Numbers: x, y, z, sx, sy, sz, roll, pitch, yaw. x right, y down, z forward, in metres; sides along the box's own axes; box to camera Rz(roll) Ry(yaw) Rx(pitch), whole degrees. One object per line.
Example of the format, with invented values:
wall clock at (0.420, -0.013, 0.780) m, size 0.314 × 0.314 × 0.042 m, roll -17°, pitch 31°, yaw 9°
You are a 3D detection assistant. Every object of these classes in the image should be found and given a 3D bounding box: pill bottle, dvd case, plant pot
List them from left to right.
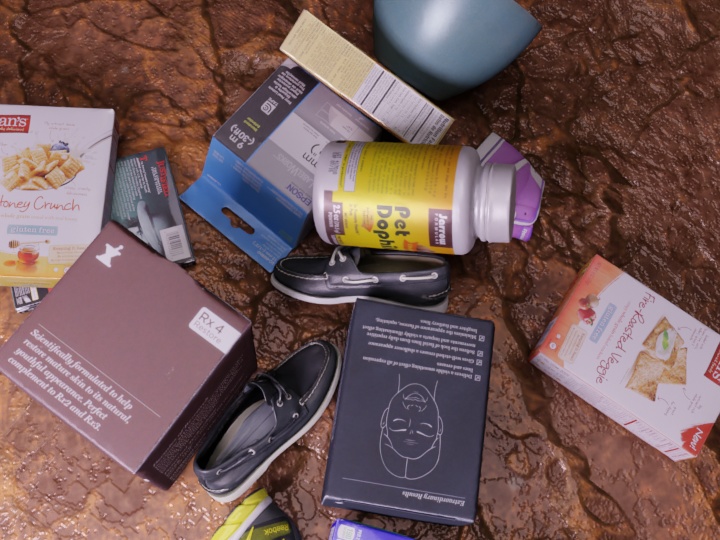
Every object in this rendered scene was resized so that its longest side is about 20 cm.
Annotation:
dvd case at (-0.297, -0.048, 0.961) m, size 0.198 × 0.022 × 0.148 m, roll -17°, pitch 74°, yaw -9°
pill bottle at (0.057, -0.075, 0.882) m, size 0.197 × 0.109 × 0.111 m, roll 5°, pitch 71°, yaw 14°
plant pot at (0.091, -0.280, 0.998) m, size 0.199 × 0.200 × 0.135 m, roll 36°, pitch 106°, yaw 7°

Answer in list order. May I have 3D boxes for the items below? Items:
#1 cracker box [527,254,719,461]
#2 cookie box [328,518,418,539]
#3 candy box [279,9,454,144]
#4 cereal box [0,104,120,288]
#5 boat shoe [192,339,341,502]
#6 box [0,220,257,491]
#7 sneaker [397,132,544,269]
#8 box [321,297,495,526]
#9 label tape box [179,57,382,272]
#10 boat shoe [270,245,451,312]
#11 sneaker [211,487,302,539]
cracker box at (0.304, 0.096, 0.947) m, size 0.199 × 0.058 × 0.135 m, roll 34°, pitch 73°, yaw 5°
cookie box at (0.049, 0.353, 0.833) m, size 0.198 × 0.075 × 0.173 m, roll 16°, pitch 71°, yaw -1°
candy box at (0.010, -0.207, 0.970) m, size 0.199 × 0.115 × 0.056 m, roll 35°, pitch 100°, yaw -3°
cereal box at (-0.345, -0.082, 0.935) m, size 0.142 × 0.040 × 0.203 m, roll 1°, pitch 72°, yaw -4°
boat shoe at (-0.098, 0.142, 0.882) m, size 0.199 × 0.066 × 0.074 m, roll -45°, pitch 49°, yaw -11°
box at (-0.212, 0.091, 0.830) m, size 0.165 × 0.200 × 0.165 m, roll 35°, pitch 73°, yaw 7°
sneaker at (0.135, -0.055, 0.976) m, size 0.114 × 0.073 × 0.201 m, roll 42°, pitch 75°, yaw 3°
box at (0.048, 0.148, 0.882) m, size 0.146 × 0.107 × 0.202 m, roll 10°, pitch 71°, yaw -2°
label tape box at (-0.091, -0.121, 0.979) m, size 0.143 × 0.066 × 0.200 m, roll 38°, pitch 71°, yaw 8°
boat shoe at (0.000, 0.000, 0.928) m, size 0.197 × 0.061 × 0.076 m, roll 6°, pitch 30°, yaw 5°
sneaker at (-0.133, 0.311, 0.831) m, size 0.084 × 0.075 × 0.201 m, roll 36°, pitch 73°, yaw 6°
